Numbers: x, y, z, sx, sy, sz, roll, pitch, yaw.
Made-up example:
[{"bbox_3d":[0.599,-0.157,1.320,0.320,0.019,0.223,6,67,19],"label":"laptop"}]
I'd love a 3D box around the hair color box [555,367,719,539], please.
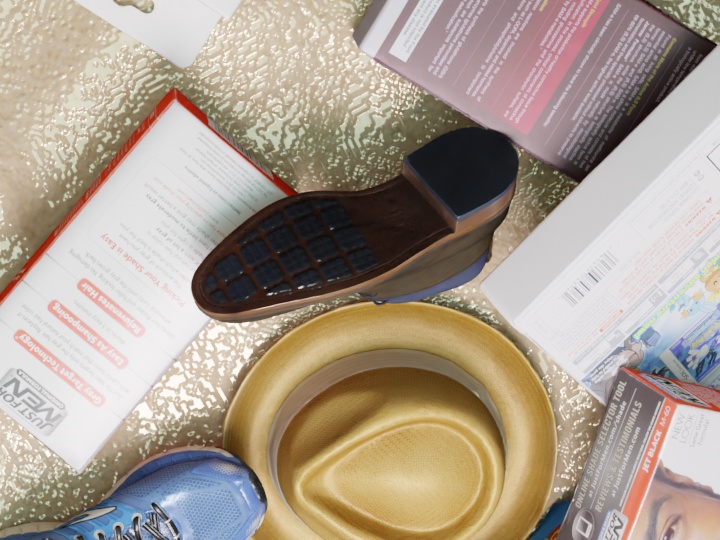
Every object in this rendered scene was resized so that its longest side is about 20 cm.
[{"bbox_3d":[0.221,0.133,1.418,0.200,0.064,0.111,13,101,-32],"label":"hair color box"}]

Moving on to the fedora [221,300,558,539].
[{"bbox_3d":[0.019,0.113,1.426,0.200,0.082,0.201,-1,101,-4],"label":"fedora"}]

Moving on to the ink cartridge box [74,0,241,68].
[{"bbox_3d":[-0.089,-0.219,1.361,0.115,0.068,0.200,32,97,-9],"label":"ink cartridge box"}]

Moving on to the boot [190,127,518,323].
[{"bbox_3d":[0.000,0.000,1.377,0.200,0.097,0.075,-23,58,-15],"label":"boot"}]

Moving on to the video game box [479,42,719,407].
[{"bbox_3d":[0.188,-0.012,1.388,0.200,0.047,0.182,-45,135,4],"label":"video game box"}]

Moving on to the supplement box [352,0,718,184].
[{"bbox_3d":[0.108,-0.124,1.398,0.200,0.061,0.109,31,99,-9],"label":"supplement box"}]

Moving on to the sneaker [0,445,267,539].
[{"bbox_3d":[-0.144,0.169,1.411,0.200,0.089,0.079,-27,103,10],"label":"sneaker"}]

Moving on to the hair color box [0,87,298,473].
[{"bbox_3d":[-0.133,0.005,1.405,0.101,0.061,0.200,41,94,-11],"label":"hair color box"}]

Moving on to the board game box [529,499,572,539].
[{"bbox_3d":[0.141,0.270,1.433,0.200,0.056,0.196,45,62,-12],"label":"board game box"}]
